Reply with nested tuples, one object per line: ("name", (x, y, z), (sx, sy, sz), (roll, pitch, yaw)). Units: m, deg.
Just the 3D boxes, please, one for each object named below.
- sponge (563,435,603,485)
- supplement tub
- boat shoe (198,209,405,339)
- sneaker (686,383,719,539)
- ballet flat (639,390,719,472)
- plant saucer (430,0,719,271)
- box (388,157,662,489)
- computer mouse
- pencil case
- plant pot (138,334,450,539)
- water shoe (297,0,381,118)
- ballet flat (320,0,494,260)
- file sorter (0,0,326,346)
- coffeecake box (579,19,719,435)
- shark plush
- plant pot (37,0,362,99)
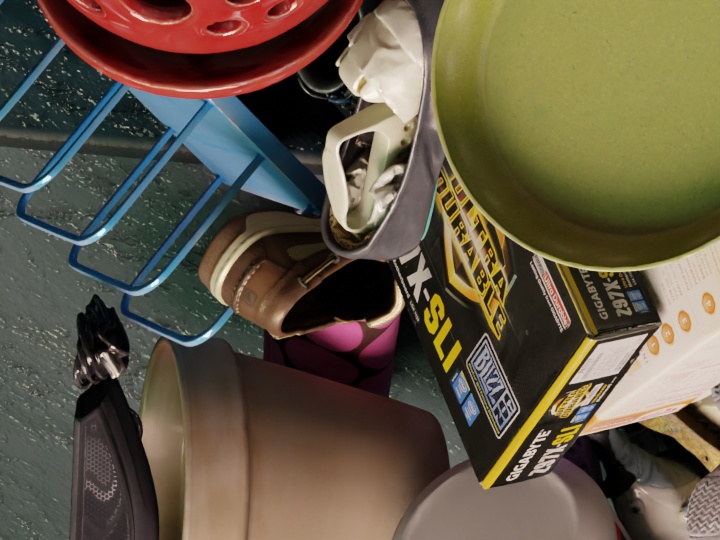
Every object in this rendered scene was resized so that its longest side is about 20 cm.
("sponge", (0.123, 0.089, 1.648), (0.030, 0.112, 0.200), (-13, 140, 7))
("supplement tub", (0.111, 0.211, 1.597), (0.140, 0.141, 0.200), (6, 147, 32))
("boat shoe", (-0.002, 0.005, 1.543), (0.075, 0.202, 0.075), (42, 124, 28))
("sneaker", (0.249, 0.124, 1.522), (0.114, 0.201, 0.075), (38, 134, -27))
("ballet flat", (0.203, 0.073, 1.605), (0.070, 0.071, 0.200), (-11, 139, 47))
("plant saucer", (0.130, -0.098, 1.306), (0.199, 0.201, 0.031), (12, 179, 25))
("box", (0.074, -0.010, 1.438), (0.049, 0.201, 0.160), (-10, 152, -25))
("computer mouse", (-0.143, 0.121, 1.592), (0.052, 0.202, 0.139), (2, -173, -4))
("pencil case", (-0.024, 0.044, 1.720), (0.093, 0.091, 0.200), (-9, 146, -8))
("plant pot", (-0.042, 0.142, 1.654), (0.172, 0.201, 0.200), (3, 154, -14))
("water shoe", (-0.012, -0.119, 1.464), (0.071, 0.079, 0.200), (13, 147, 23))
("ballet flat", (0.018, -0.084, 1.399), (0.073, 0.073, 0.201), (22, 128, 9))
("file sorter", (-0.142, -0.069, 1.564), (0.200, 0.123, 0.139), (45, 167, -28))
("coffeecake box", (0.157, -0.022, 1.402), (0.073, 0.154, 0.200), (-11, 163, -27))
("shark plush", (0.167, 0.127, 1.642), (0.091, 0.084, 0.200), (-25, 151, 29))
("plant pot", (-0.076, -0.196, 1.291), (0.199, 0.201, 0.183), (20, 158, 11))
